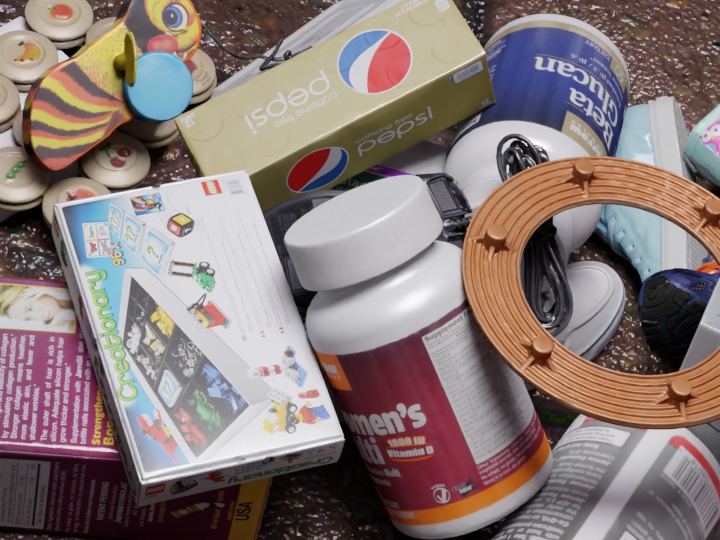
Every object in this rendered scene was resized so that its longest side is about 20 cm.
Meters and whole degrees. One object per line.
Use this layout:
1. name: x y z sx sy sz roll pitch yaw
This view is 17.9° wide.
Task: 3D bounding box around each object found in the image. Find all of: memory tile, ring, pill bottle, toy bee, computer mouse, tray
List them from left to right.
1. memory tile: -0.204 -0.113 1.599 0.153 0.017 0.200 25 52 8
2. toy bee: -0.151 -0.153 1.555 0.200 0.131 0.109 -31 101 -35
3. tray: -0.032 -0.157 1.641 0.107 0.022 0.200 -5 25 43
4. pill bottle: 0.033 0.052 1.381 0.109 0.200 0.110 -22 17 7
5. computer mouse: 0.038 0.003 1.456 0.200 0.046 0.141 -16 91 7
6. pill bottle: 0.116 -0.076 1.552 0.111 0.111 0.200 17 43 2
7. pill bottle: 0.134 0.184 1.397 0.114 0.114 0.200 30 52 13
8. ring: 0.158 0.006 1.346 0.200 0.019 0.201 6 51 -7

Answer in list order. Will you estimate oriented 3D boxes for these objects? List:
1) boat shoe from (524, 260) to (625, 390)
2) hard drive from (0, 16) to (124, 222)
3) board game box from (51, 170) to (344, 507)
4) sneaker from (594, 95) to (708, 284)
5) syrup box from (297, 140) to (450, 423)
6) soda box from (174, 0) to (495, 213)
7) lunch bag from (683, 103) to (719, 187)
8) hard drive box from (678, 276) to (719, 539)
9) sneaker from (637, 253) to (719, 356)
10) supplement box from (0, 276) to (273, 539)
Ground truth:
1. boat shoe: 0.109 0.041 1.539 0.200 0.065 0.074 -34 64 -32
2. hard drive: -0.273 -0.091 1.594 0.200 0.027 0.132 -34 65 -33
3. board game box: -0.100 0.037 1.381 0.126 0.035 0.200 -11 60 -17
4. sneaker: 0.199 -0.027 1.624 0.082 0.074 0.200 -13 55 18
5. syrup box: 0.000 0.000 1.540 0.079 0.082 0.200 16 52 0
6. soda box: -0.016 -0.105 1.498 0.200 0.064 0.068 -27 62 -5
7. lunch bag: 0.344 -0.076 1.629 0.170 0.122 0.200 42 41 21
8. hard drive box: 0.269 0.098 1.438 0.156 0.200 0.077 24 52 9
9. sneaker: 0.244 0.014 1.534 0.200 0.075 0.079 8 68 -53
10. supplement box: -0.156 0.089 1.422 0.199 0.103 0.131 6 53 -8
